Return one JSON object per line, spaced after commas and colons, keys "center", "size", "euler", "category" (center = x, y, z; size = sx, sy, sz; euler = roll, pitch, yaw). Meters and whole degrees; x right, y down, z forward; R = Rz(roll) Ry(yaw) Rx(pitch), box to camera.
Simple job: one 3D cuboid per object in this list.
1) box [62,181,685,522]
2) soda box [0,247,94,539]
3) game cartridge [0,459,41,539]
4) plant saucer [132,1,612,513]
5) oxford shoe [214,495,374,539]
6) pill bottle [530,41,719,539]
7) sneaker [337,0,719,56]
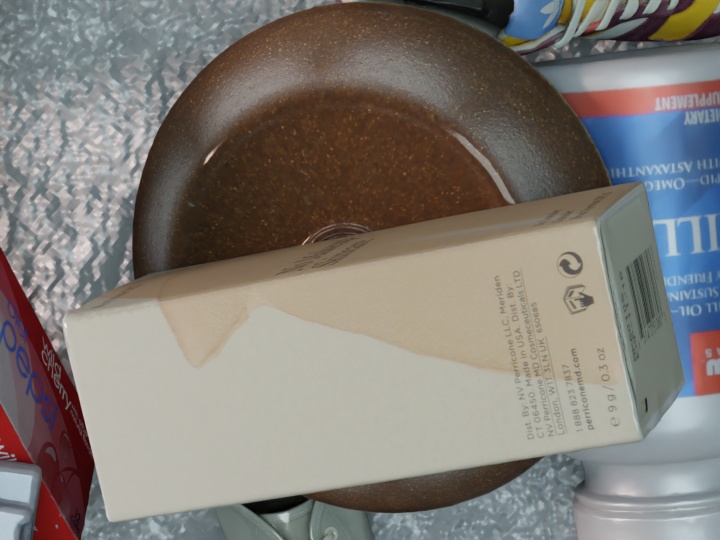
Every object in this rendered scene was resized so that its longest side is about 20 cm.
{"center": [0.006, 0.029, 0.879], "size": [0.199, 0.095, 0.078], "euler": [-10, 97, 17], "category": "box"}
{"center": [-0.168, 0.025, 0.951], "size": [0.070, 0.064, 0.201], "euler": [-10, 131, 13], "category": "soda box"}
{"center": [-0.201, 0.163, 0.947], "size": [0.132, 0.042, 0.201], "euler": [10, 97, 0], "category": "game cartridge"}
{"center": [0.000, 0.000, 0.943], "size": [0.199, 0.037, 0.202], "euler": [4, 103, 17], "category": "plant saucer"}
{"center": [-0.021, 0.124, 1.022], "size": [0.075, 0.058, 0.201], "euler": [-15, 97, -2], "category": "oxford shoe"}
{"center": [0.119, 0.013, 0.987], "size": [0.112, 0.112, 0.201], "euler": [-7, 96, -1], "category": "pill bottle"}
{"center": [0.087, -0.115, 0.975], "size": [0.199, 0.090, 0.075], "euler": [0, 118, 3], "category": "sneaker"}
